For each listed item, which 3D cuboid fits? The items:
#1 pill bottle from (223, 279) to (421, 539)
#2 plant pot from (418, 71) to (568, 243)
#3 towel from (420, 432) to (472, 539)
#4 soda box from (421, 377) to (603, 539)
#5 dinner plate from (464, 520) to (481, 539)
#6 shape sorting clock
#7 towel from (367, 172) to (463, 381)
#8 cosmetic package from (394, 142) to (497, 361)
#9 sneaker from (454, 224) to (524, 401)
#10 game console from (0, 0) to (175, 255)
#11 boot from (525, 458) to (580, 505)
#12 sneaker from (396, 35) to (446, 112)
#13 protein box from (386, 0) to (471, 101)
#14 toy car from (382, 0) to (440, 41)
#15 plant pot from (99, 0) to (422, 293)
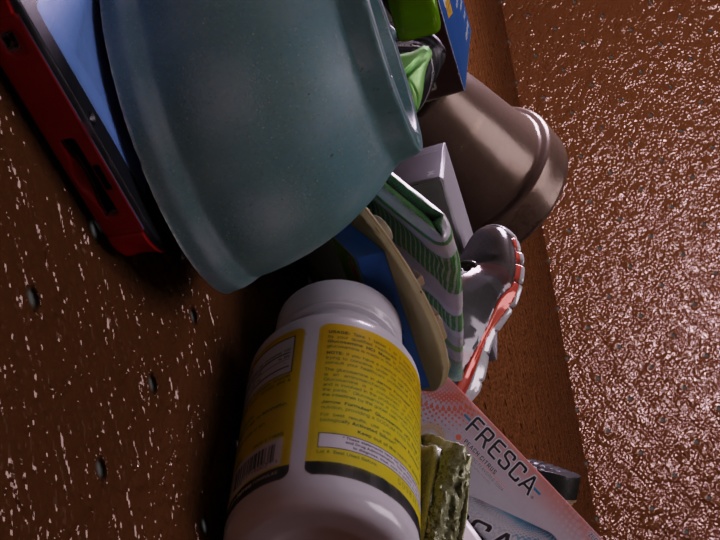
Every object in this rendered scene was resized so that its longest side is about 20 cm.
[{"bbox_3d":[-0.018,0.101,0.805,0.201,0.111,0.113,-86,158,-51],"label":"pill bottle"},{"bbox_3d":[0.094,-0.128,1.406,0.175,0.199,0.202,44,30,-35],"label":"plant pot"},{"bbox_3d":[0.024,0.203,0.838,0.148,0.036,0.203,151,-50,-76],"label":"towel"},{"bbox_3d":[0.096,0.167,1.021,0.200,0.068,0.064,46,-14,5],"label":"soda box"},{"bbox_3d":[0.100,0.230,0.933,0.201,0.024,0.200,55,-3,5],"label":"dinner plate"},{"bbox_3d":[0.000,0.000,0.945,0.201,0.039,0.200,54,-14,19],"label":"shape sorting clock"},{"bbox_3d":[0.017,-0.011,0.979,0.152,0.023,0.201,39,-23,25],"label":"towel"},{"bbox_3d":[0.057,-0.006,1.246,0.090,0.105,0.202,-75,152,-63],"label":"cosmetic package"},{"bbox_3d":[0.079,0.027,1.124,0.082,0.077,0.201,35,50,-18],"label":"sneaker"},{"bbox_3d":[-0.139,-0.125,0.689,0.178,0.031,0.201,-89,161,-46],"label":"game console"},{"bbox_3d":[0.090,0.220,1.132,0.077,0.199,0.140,12,88,-36],"label":"boot"},{"bbox_3d":[0.012,-0.138,1.065,0.077,0.084,0.199,50,-24,-13],"label":"sneaker"},{"bbox_3d":[0.014,-0.274,1.252,0.199,0.133,0.202,-77,151,-63],"label":"protein box"},{"bbox_3d":[-0.035,-0.207,0.957,0.200,0.162,0.160,-40,117,-86],"label":"toy car"},{"bbox_3d":[-0.043,-0.103,0.744,0.200,0.133,0.203,-17,90,-82],"label":"plant pot"}]
